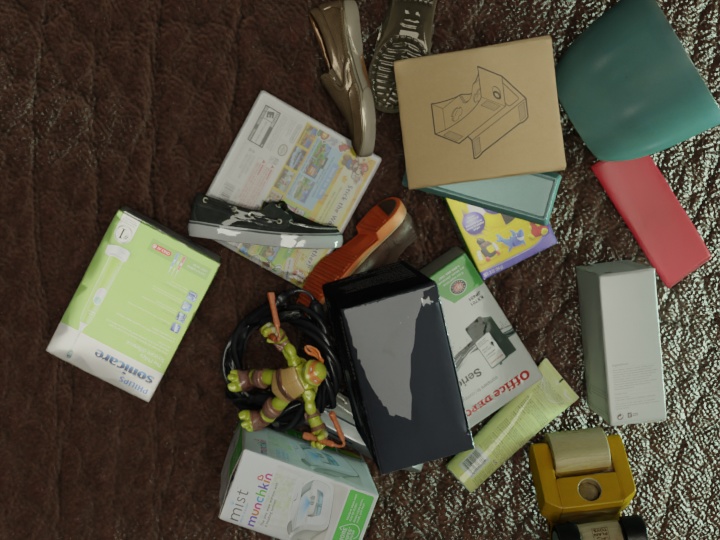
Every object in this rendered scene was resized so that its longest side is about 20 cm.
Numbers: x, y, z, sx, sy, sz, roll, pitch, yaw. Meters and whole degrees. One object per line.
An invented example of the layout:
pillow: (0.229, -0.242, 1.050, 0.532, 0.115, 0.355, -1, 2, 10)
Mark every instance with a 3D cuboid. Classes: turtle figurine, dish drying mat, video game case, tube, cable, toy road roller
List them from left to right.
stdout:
cable: (-0.101, 0.123, 1.458, 0.199, 0.051, 0.164, -33, 81, 34)
turtle figurine: (-0.092, 0.128, 1.382, 0.064, 0.161, 0.201, -31, 95, -47)
video game case: (-0.097, -0.102, 1.491, 0.181, 0.023, 0.201, 29, 92, -8)
tube: (0.203, 0.214, 1.547, 0.200, 0.058, 0.052, -44, 56, -3)
toy road roller: (0.298, 0.326, 1.546, 0.122, 0.146, 0.201, -6, 60, -5)
dish drying mat: (0.393, -0.079, 1.547, 0.077, 0.018, 0.201, -35, 99, -1)

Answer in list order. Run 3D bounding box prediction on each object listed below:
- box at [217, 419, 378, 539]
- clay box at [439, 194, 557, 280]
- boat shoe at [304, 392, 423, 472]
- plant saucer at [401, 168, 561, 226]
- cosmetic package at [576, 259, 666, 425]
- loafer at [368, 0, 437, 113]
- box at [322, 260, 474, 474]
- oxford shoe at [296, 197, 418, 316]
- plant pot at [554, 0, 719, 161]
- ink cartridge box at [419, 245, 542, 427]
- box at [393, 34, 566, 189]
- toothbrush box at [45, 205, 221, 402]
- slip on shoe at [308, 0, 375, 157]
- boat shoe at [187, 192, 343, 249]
box: (-0.084, 0.271, 1.444, 0.175, 0.200, 0.097, 21, 93, -7)
clay box: (0.165, -0.103, 1.505, 0.114, 0.048, 0.201, -26, 99, -2)
boat shoe: (0.003, 0.202, 1.515, 0.199, 0.072, 0.066, 28, 72, -9)
plant saucer: (0.157, -0.116, 1.470, 0.198, 0.019, 0.071, 15, 96, -5)
cosmetic package: (0.343, 0.092, 1.514, 0.080, 0.113, 0.202, -5, 99, -5)
loafer: (0.061, -0.300, 1.465, 0.075, 0.068, 0.201, 17, 111, 1)
box: (0.039, 0.107, 1.351, 0.116, 0.200, 0.198, -15, 99, -7)
oxford shoe: (0.000, 0.000, 1.481, 0.200, 0.071, 0.073, -45, 122, -8)
plant pot: (0.338, -0.232, 1.441, 0.160, 0.201, 0.201, -31, 99, 20)
ink cartridge box: (0.125, 0.093, 1.504, 0.146, 0.083, 0.201, -34, 99, -1)
box: (0.147, -0.195, 1.424, 0.198, 0.021, 0.165, -7, 95, 10)
toothbrush box: (-0.285, 0.040, 1.455, 0.145, 0.086, 0.201, 27, 92, -8)
slip on shoe: (-0.022, -0.242, 1.456, 0.060, 0.076, 0.202, -9, 94, -10)
boat shoe: (-0.119, -0.061, 1.448, 0.198, 0.069, 0.057, 6, 95, -5)
